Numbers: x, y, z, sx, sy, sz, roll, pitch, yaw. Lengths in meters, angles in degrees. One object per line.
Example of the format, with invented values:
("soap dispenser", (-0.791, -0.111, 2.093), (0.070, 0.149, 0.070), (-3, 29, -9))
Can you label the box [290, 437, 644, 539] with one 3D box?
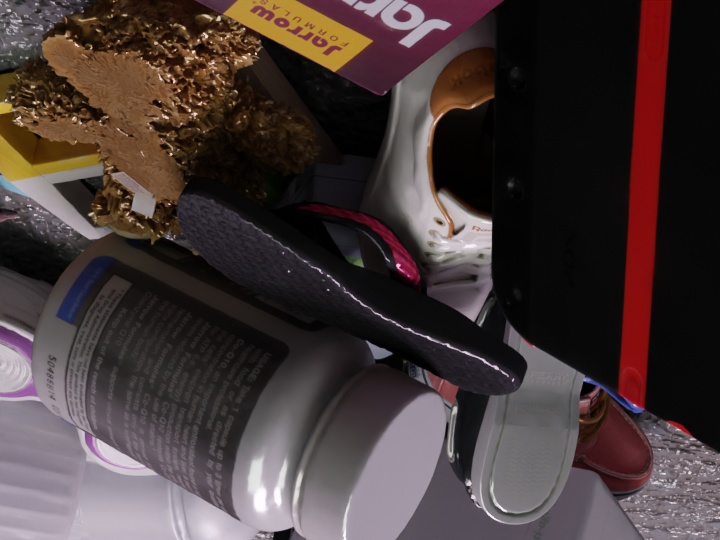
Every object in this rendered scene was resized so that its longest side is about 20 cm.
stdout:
("box", (0.062, 0.230, 1.012), (0.199, 0.200, 0.171), (8, 154, 33))

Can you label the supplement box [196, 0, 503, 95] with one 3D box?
("supplement box", (0.025, -0.161, 0.568), (0.110, 0.086, 0.200), (23, 147, -26))

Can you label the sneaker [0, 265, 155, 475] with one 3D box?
("sneaker", (-0.172, 0.055, 0.977), (0.075, 0.100, 0.200), (-41, 123, 20))

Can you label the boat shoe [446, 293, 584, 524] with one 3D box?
("boat shoe", (0.092, 0.031, 0.824), (0.075, 0.201, 0.060), (18, -172, -27))

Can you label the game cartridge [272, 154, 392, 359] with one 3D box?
("game cartridge", (0.000, 0.000, 0.879), (0.132, 0.041, 0.200), (2, 155, -23))

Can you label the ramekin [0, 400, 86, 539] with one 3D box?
("ramekin", (-0.264, 0.136, 1.041), (0.097, 0.202, 0.200), (18, 150, -34))

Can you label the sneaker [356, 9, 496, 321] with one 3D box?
("sneaker", (0.042, -0.025, 0.743), (0.072, 0.085, 0.201), (-11, 134, -11))

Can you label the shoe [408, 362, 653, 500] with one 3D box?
("shoe", (0.132, 0.087, 0.986), (0.199, 0.072, 0.091), (29, 149, -26))

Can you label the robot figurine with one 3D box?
("robot figurine", (-0.144, 0.145, 1.105), (0.198, 0.114, 0.170), (-2, 159, 16))

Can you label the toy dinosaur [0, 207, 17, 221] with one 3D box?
("toy dinosaur", (-0.243, -0.061, 0.791), (0.135, 0.086, 0.200), (-26, 136, 37))

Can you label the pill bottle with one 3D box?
("pill bottle", (-0.062, 0.065, 0.811), (0.199, 0.114, 0.114), (25, 158, 25))

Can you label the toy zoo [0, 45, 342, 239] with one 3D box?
("toy zoo", (-0.120, -0.066, 0.829), (0.199, 0.021, 0.131), (-7, 147, 23))

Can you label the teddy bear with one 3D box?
("teddy bear", (-0.090, -0.071, 0.742), (0.144, 0.067, 0.200), (5, 149, 24))

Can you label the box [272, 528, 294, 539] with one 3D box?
("box", (-0.005, 0.256, 1.180), (0.049, 0.200, 0.200), (-8, 147, 25))

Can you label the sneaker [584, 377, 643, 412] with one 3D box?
("sneaker", (0.176, 0.042, 0.881), (0.198, 0.089, 0.075), (-2, 151, 15))

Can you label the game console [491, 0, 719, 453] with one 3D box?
("game console", (0.116, -0.037, 0.603), (0.176, 0.031, 0.201), (29, 130, 46))

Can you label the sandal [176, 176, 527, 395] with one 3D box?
("sandal", (-0.001, 0.001, 0.745), (0.199, 0.045, 0.075), (28, 161, -26))

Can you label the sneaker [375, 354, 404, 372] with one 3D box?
("sneaker", (-0.080, 0.060, 0.984), (0.199, 0.075, 0.089), (18, 147, -18))
